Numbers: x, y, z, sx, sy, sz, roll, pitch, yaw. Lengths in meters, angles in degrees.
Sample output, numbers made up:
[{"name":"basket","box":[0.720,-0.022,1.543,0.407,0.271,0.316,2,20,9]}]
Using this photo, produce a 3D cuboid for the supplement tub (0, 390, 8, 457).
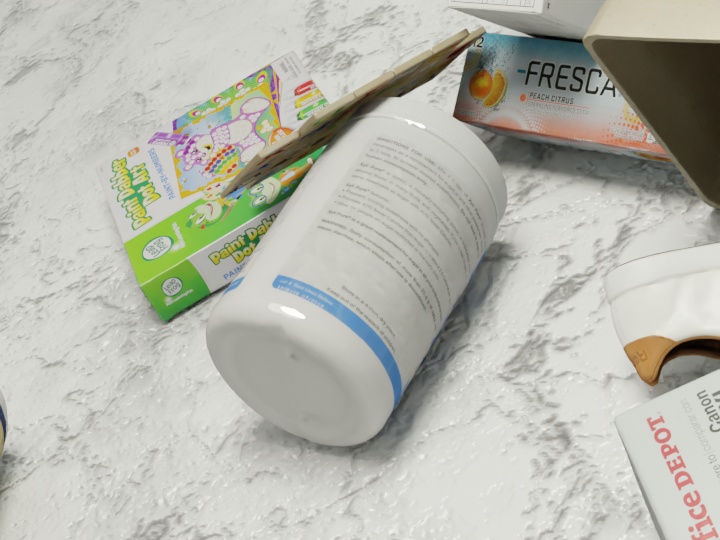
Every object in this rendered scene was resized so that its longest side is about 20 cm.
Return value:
[{"name":"supplement tub","box":[-0.320,0.153,1.079,0.143,0.145,0.201,-18,37,16]}]

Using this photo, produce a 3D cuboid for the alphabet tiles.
[{"name":"alphabet tiles","box":[-0.006,-0.110,1.137,0.199,0.006,0.166,-32,-1,-25]}]

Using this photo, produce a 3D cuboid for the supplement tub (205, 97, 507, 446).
[{"name":"supplement tub","box":[0.000,0.000,1.053,0.131,0.133,0.201,5,48,38]}]

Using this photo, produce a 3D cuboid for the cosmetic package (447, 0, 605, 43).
[{"name":"cosmetic package","box":[0.156,-0.182,1.119,0.082,0.199,0.051,15,95,42]}]

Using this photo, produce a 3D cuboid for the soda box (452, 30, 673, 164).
[{"name":"soda box","box":[0.159,-0.119,1.122,0.199,0.063,0.069,15,93,44]}]

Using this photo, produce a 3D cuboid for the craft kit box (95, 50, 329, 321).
[{"name":"craft kit box","box":[-0.102,-0.073,1.287,0.196,0.049,0.200,-33,36,0]}]

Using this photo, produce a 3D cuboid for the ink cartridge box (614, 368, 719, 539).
[{"name":"ink cartridge box","box":[0.243,0.105,0.800,0.198,0.083,0.146,-25,37,6]}]

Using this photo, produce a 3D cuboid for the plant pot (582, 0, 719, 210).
[{"name":"plant pot","box":[0.279,-0.152,0.945,0.198,0.200,0.179,8,67,40]}]

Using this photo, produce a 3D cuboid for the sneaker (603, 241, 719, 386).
[{"name":"sneaker","box":[0.245,0.020,0.933,0.197,0.073,0.086,-15,72,7]}]
